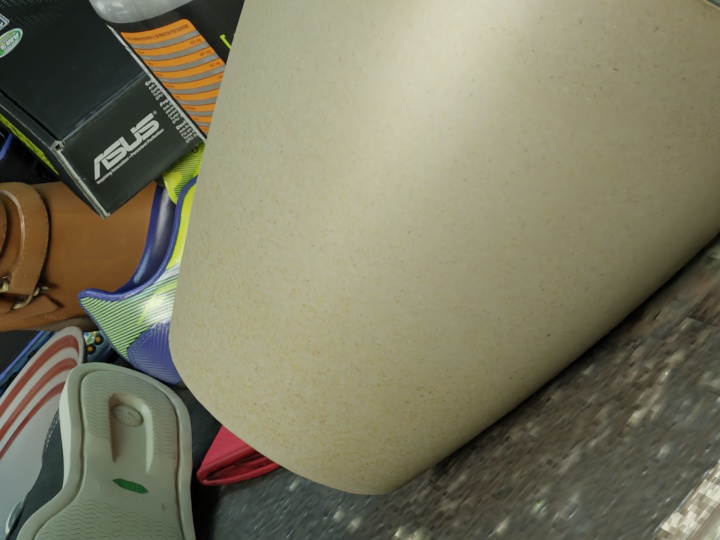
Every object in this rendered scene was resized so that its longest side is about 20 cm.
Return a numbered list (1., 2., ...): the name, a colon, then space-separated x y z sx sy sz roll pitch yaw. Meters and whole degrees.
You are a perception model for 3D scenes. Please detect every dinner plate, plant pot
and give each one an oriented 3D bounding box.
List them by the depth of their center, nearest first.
1. plant pot: 0.026 -0.037 0.724 0.201 0.186 0.188 -57 14 19
2. dinner plate: -0.168 0.117 1.034 0.200 0.024 0.201 -51 18 24

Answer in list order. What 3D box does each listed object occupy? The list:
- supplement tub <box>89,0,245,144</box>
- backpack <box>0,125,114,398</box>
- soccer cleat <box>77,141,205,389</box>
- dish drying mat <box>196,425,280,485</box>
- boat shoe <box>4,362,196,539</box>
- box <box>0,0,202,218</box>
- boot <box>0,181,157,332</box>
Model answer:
1. supplement tub: -0.018 -0.095 0.841 0.122 0.200 0.123 -28 31 19
2. backpack: -0.211 0.002 1.229 0.183 0.134 0.200 -47 18 4
3. soccer cleat: -0.042 -0.046 0.965 0.201 0.083 0.065 -57 5 -9
4. dish drying mat: 0.000 0.000 0.931 0.077 0.018 0.201 -27 29 52
5. boat shoe: -0.102 0.114 0.873 0.068 0.071 0.200 -61 13 25
6. box: -0.078 -0.125 1.014 0.200 0.048 0.193 -39 29 -8
7. boot: -0.130 -0.023 1.023 0.199 0.155 0.077 -15 73 38
